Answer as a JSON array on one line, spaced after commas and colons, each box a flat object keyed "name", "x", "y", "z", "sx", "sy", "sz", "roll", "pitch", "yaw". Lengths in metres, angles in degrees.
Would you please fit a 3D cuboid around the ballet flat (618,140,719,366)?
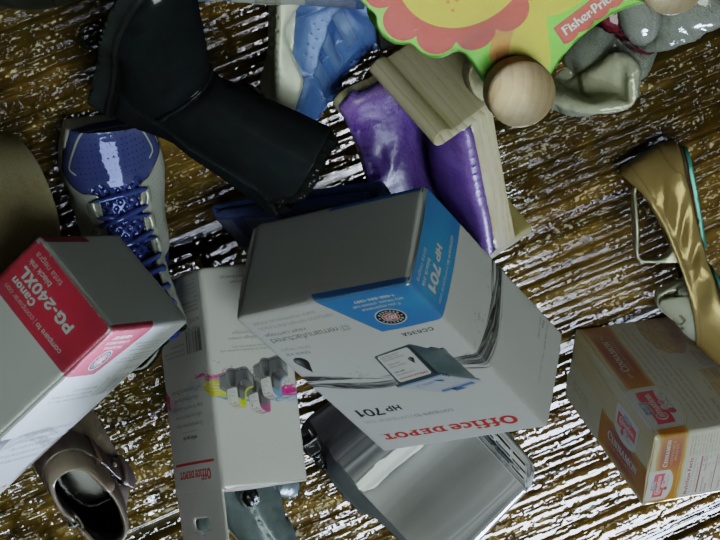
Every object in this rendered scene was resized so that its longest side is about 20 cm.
[{"name": "ballet flat", "x": 0.254, "y": -0.004, "z": 1.794, "sx": 0.063, "sy": 0.069, "sz": 0.201, "roll": -18, "pitch": 101, "yaw": 1}]

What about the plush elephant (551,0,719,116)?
[{"name": "plush elephant", "x": 0.194, "y": -0.198, "z": 1.617, "sx": 0.155, "sy": 0.165, "sz": 0.200, "roll": -24, "pitch": 102, "yaw": 36}]

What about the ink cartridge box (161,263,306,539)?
[{"name": "ink cartridge box", "x": -0.094, "y": 0.101, "z": 1.640, "sx": 0.068, "sy": 0.115, "sz": 0.201, "roll": -4, "pitch": 84, "yaw": -22}]

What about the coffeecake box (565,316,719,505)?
[{"name": "coffeecake box", "x": 0.292, "y": 0.105, "z": 1.847, "sx": 0.199, "sy": 0.154, "sz": 0.073, "roll": -7, "pitch": 125, "yaw": -19}]

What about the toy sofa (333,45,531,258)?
[{"name": "toy sofa", "x": 0.055, "y": -0.076, "z": 1.623, "sx": 0.097, "sy": 0.083, "sz": 0.200, "roll": -34, "pitch": 151, "yaw": -10}]

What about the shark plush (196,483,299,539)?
[{"name": "shark plush", "x": -0.086, "y": 0.159, "z": 1.763, "sx": 0.090, "sy": 0.083, "sz": 0.201, "roll": -17, "pitch": 127, "yaw": -12}]

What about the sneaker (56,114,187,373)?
[{"name": "sneaker", "x": -0.161, "y": -0.007, "z": 1.600, "sx": 0.080, "sy": 0.115, "sz": 0.200, "roll": -11, "pitch": 126, "yaw": -17}]

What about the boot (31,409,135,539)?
[{"name": "boot", "x": -0.229, "y": 0.107, "z": 1.626, "sx": 0.070, "sy": 0.146, "sz": 0.200, "roll": -36, "pitch": 128, "yaw": 4}]

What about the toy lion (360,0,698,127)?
[{"name": "toy lion", "x": 0.098, "y": -0.206, "z": 1.456, "sx": 0.200, "sy": 0.069, "sz": 0.192, "roll": -36, "pitch": 118, "yaw": 2}]

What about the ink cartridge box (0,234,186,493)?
[{"name": "ink cartridge box", "x": -0.232, "y": 0.072, "z": 1.498, "sx": 0.200, "sy": 0.083, "sz": 0.145, "roll": -42, "pitch": 171, "yaw": 12}]

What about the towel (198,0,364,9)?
[{"name": "towel", "x": -0.090, "y": -0.244, "z": 1.486, "sx": 0.199, "sy": 0.024, "sz": 0.147, "roll": 4, "pitch": 118, "yaw": -3}]

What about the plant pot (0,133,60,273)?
[{"name": "plant pot", "x": -0.310, "y": -0.016, "z": 1.508, "sx": 0.199, "sy": 0.187, "sz": 0.188, "roll": -23, "pitch": 129, "yaw": -26}]

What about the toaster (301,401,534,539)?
[{"name": "toaster", "x": 0.046, "y": 0.143, "z": 1.795, "sx": 0.129, "sy": 0.114, "sz": 0.200, "roll": -41, "pitch": 126, "yaw": 2}]

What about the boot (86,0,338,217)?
[{"name": "boot", "x": -0.089, "y": -0.123, "z": 1.487, "sx": 0.168, "sy": 0.077, "sz": 0.200, "roll": 29, "pitch": 154, "yaw": 0}]

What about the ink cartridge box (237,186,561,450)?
[{"name": "ink cartridge box", "x": 0.031, "y": 0.039, "z": 1.593, "sx": 0.146, "sy": 0.086, "sz": 0.200, "roll": -12, "pitch": 140, "yaw": 32}]

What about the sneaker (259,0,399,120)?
[{"name": "sneaker", "x": -0.011, "y": -0.153, "z": 1.590, "sx": 0.111, "sy": 0.077, "sz": 0.201, "roll": -2, "pitch": 116, "yaw": -11}]

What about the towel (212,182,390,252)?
[{"name": "towel", "x": 0.000, "y": 0.000, "z": 1.666, "sx": 0.146, "sy": 0.024, "sz": 0.200, "roll": -6, "pitch": 144, "yaw": 32}]

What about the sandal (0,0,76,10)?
[{"name": "sandal", "x": -0.262, "y": -0.217, "z": 1.458, "sx": 0.200, "sy": 0.057, "sz": 0.080, "roll": 2, "pitch": 128, "yaw": -7}]
